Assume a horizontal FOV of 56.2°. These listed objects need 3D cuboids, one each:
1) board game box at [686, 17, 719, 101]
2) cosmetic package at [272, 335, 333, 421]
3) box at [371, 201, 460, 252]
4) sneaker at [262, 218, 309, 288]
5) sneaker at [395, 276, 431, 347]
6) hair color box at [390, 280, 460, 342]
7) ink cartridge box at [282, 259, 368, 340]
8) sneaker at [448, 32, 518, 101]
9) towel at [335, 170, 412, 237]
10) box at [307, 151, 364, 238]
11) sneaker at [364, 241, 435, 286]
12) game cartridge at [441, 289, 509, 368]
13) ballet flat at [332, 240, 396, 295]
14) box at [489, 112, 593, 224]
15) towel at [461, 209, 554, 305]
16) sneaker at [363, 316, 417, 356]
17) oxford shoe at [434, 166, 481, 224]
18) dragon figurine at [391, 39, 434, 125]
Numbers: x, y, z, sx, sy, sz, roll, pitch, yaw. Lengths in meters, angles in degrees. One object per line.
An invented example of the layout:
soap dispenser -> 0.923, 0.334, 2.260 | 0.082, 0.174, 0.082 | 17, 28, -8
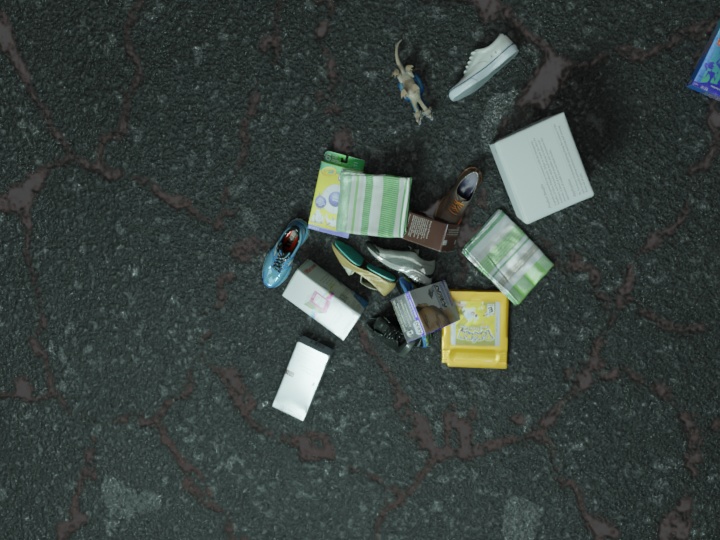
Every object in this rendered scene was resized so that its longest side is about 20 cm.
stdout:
board game box -> 0.872, -0.492, 1.554 | 0.149, 0.045, 0.204 | 23, 101, 4
cosmetic package -> -0.155, 0.291, 1.826 | 0.100, 0.074, 0.204 | 22, 101, 5
box -> 0.137, -0.109, 1.670 | 0.197, 0.100, 0.077 | 23, 102, 24
sneaker -> -0.208, -0.045, 1.769 | 0.077, 0.090, 0.203 | 28, 102, 2
sneaker -> 0.124, 0.114, 1.743 | 0.081, 0.071, 0.204 | -8, 114, 22
hair color box -> 0.163, 0.097, 1.659 | 0.064, 0.198, 0.112 | -26, 83, 34
ink cartridge box -> -0.089, 0.072, 1.742 | 0.198, 0.145, 0.085 | 37, 104, 1
sneaker -> 0.287, -0.494, 1.638 | 0.199, 0.073, 0.071 | -38, 83, 3
towel -> 0.029, -0.163, 1.658 | 0.196, 0.023, 0.157 | 9, 96, 29
box -> -0.061, -0.196, 1.740 | 0.114, 0.048, 0.205 | 13, 99, 0
sneaker -> 0.103, -0.033, 1.740 | 0.196, 0.074, 0.081 | 24, 92, -2
game cartridge -> 0.297, 0.152, 1.754 | 0.171, 0.032, 0.206 | 1, 97, 9
ballet flat -> 0.000, 0.000, 1.760 | 0.198, 0.069, 0.064 | 33, 116, 3
box -> 0.418, -0.241, 1.586 | 0.168, 0.200, 0.203 | -23, 96, 9
towel -> 0.372, -0.033, 1.699 | 0.200, 0.031, 0.149 | 44, 91, 1
sneaker -> 0.074, 0.160, 1.709 | 0.104, 0.200, 0.060 | 40, 81, -5
oxford shoe -> 0.236, -0.168, 1.690 | 0.070, 0.073, 0.203 | 27, 102, 3
dragon figurine -> 0.122, -0.458, 1.667 | 0.058, 0.099, 0.204 | -24, 76, 13
